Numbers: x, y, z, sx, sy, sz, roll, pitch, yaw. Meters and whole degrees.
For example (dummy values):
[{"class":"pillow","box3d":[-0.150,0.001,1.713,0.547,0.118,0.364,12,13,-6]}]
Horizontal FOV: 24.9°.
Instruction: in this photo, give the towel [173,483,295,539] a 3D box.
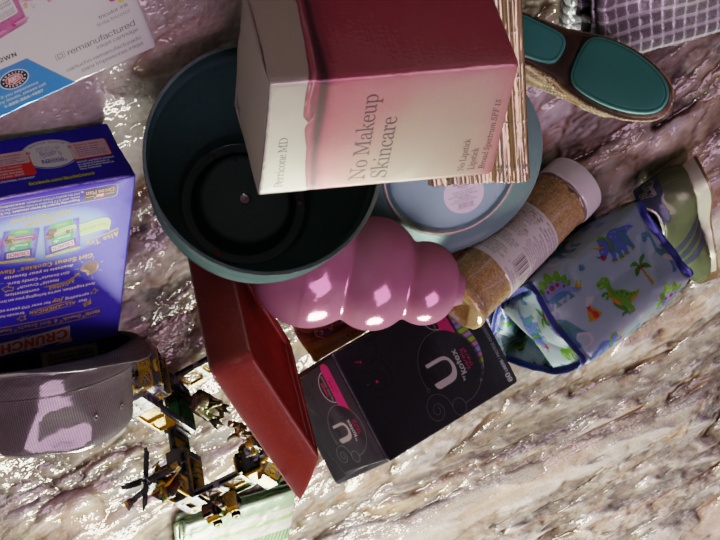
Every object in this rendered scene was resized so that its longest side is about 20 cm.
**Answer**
[{"class":"towel","box3d":[-0.156,0.336,1.957,0.151,0.023,0.201,-14,139,-22]}]

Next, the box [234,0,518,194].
[{"class":"box","box3d":[0.008,-0.147,1.285,0.198,0.110,0.128,-7,142,-13]}]

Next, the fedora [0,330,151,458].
[{"class":"fedora","box3d":[-0.277,0.116,1.477,0.175,0.091,0.200,-4,-172,28]}]

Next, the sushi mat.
[{"class":"sushi mat","box3d":[0.100,-0.171,1.448,0.095,0.012,0.202,-4,113,4]}]

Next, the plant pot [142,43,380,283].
[{"class":"plant pot","box3d":[-0.092,-0.076,1.398,0.199,0.202,0.134,-18,170,-16]}]

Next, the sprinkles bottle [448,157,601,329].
[{"class":"sprinkles bottle","box3d":[0.158,-0.029,1.643,0.200,0.068,0.069,-43,150,-24]}]

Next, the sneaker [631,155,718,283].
[{"class":"sneaker","box3d":[0.345,-0.046,1.823,0.089,0.068,0.201,-21,143,0]}]

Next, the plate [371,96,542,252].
[{"class":"plate","box3d":[0.083,-0.100,1.546,0.198,0.026,0.202,-7,119,-13]}]

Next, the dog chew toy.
[{"class":"dog chew toy","box3d":[0.000,0.000,1.527,0.198,0.125,0.125,10,135,-3]}]

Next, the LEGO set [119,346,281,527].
[{"class":"LEGO set","box3d":[-0.165,0.137,1.594,0.153,0.202,0.116,-20,146,22]}]

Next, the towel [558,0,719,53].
[{"class":"towel","box3d":[0.285,-0.285,1.477,0.198,0.086,0.166,-17,141,-17]}]

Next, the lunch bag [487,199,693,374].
[{"class":"lunch bag","box3d":[0.230,0.024,1.742,0.169,0.128,0.200,-34,177,-17]}]

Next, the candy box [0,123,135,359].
[{"class":"candy box","box3d":[-0.290,-0.018,1.402,0.168,0.077,0.201,-11,139,-25]}]

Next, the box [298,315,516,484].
[{"class":"box","box3d":[0.043,0.114,1.677,0.199,0.123,0.106,-28,177,-38]}]

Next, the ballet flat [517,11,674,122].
[{"class":"ballet flat","box3d":[0.190,-0.182,1.471,0.071,0.199,0.065,-57,163,-12]}]

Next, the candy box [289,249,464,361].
[{"class":"candy box","box3d":[0.011,-0.002,1.645,0.199,0.057,0.117,-29,143,1]}]

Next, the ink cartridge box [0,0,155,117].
[{"class":"ink cartridge box","box3d":[-0.250,-0.225,1.179,0.143,0.085,0.201,-25,142,-6]}]

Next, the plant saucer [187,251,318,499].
[{"class":"plant saucer","box3d":[-0.096,0.078,1.514,0.036,0.201,0.200,-24,132,5]}]
